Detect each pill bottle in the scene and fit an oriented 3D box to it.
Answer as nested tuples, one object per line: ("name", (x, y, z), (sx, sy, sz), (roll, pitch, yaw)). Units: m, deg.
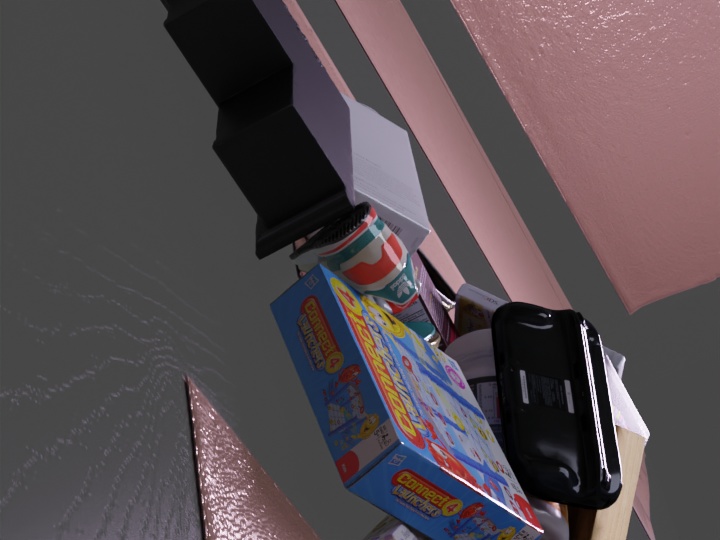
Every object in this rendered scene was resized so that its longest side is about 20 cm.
("pill bottle", (0.120, 0.158, 1.529), (0.116, 0.116, 0.201), (53, 28, -43))

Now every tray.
("tray", (0.192, 0.242, 1.514), (0.037, 0.099, 0.201), (24, 60, -11))

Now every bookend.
("bookend", (-0.093, -0.149, 1.434), (0.199, 0.092, 0.200), (56, 14, -27))

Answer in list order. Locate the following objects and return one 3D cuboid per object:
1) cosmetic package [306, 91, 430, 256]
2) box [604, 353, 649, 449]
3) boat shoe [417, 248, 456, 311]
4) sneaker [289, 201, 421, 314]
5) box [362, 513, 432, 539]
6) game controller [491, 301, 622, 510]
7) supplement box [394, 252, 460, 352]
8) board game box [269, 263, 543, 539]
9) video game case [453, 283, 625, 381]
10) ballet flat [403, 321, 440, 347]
("cosmetic package", (-0.001, -0.086, 1.686), (0.101, 0.074, 0.200), (29, 24, -21))
("box", (0.184, 0.193, 1.678), (0.122, 0.106, 0.200), (56, 47, -31))
("boat shoe", (0.036, -0.024, 1.828), (0.201, 0.060, 0.072), (56, 14, -34))
("sneaker", (0.000, 0.000, 1.459), (0.094, 0.070, 0.200), (50, -9, -4))
("box", (0.034, 0.209, 1.341), (0.039, 0.041, 0.200), (63, 12, 3))
("game controller", (0.166, 0.111, 1.484), (0.042, 0.104, 0.201), (111, -18, -47))
("supplement box", (0.068, 0.081, 1.738), (0.201, 0.061, 0.109), (63, 11, -11))
("board game box", (0.035, 0.116, 1.357), (0.196, 0.056, 0.200), (36, 20, -43))
("video game case", (0.178, 0.111, 1.802), (0.181, 0.023, 0.200), (25, -31, 17))
("ballet flat", (0.034, 0.090, 1.581), (0.071, 0.070, 0.200), (63, 10, -1))
